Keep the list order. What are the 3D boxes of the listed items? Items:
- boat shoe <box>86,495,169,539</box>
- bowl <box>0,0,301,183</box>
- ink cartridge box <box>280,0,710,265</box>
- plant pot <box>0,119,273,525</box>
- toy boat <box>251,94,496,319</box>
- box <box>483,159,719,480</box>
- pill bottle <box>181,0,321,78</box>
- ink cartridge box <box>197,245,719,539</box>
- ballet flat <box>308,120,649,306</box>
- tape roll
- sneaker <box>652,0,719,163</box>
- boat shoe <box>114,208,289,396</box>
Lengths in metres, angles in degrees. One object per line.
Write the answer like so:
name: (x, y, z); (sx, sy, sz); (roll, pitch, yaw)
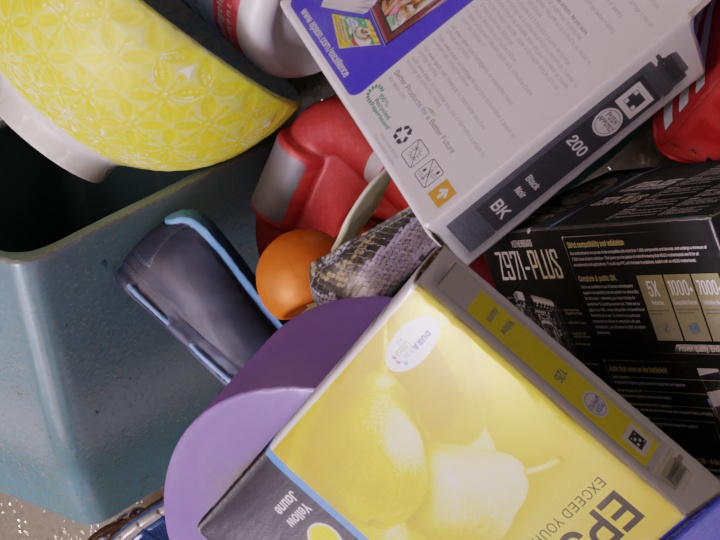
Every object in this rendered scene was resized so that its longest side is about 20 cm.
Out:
boat shoe: (-0.143, 0.184, 1.385); (0.200, 0.072, 0.072); (-40, 114, 17)
bowl: (-0.142, -0.114, 1.226); (0.200, 0.200, 0.108); (44, 100, 29)
ink cartridge box: (0.078, -0.130, 1.067); (0.200, 0.043, 0.198); (-39, 45, 9)
plant pot: (-0.171, 0.031, 1.315); (0.196, 0.196, 0.200); (15, 122, 41)
toy boat: (0.000, 0.000, 1.177); (0.200, 0.131, 0.131); (43, 126, 29)
box: (0.159, 0.039, 1.003); (0.200, 0.086, 0.164); (-4, 109, 65)
pill bottle: (-0.078, -0.202, 1.225); (0.200, 0.109, 0.109); (42, 125, 30)
ink cartridge box: (0.054, 0.118, 0.950); (0.200, 0.047, 0.198); (42, 129, 3)
ballet flat: (0.053, -0.044, 1.095); (0.200, 0.072, 0.072); (-40, 63, -6)
tape roll: (0.013, 0.118, 1.058); (0.200, 0.085, 0.200); (15, 126, 22)
sneaker: (0.206, -0.042, 1.029); (0.116, 0.078, 0.200); (-24, 80, 60)
boat shoe: (-0.057, 0.060, 1.215); (0.069, 0.084, 0.200); (-37, 89, 4)
